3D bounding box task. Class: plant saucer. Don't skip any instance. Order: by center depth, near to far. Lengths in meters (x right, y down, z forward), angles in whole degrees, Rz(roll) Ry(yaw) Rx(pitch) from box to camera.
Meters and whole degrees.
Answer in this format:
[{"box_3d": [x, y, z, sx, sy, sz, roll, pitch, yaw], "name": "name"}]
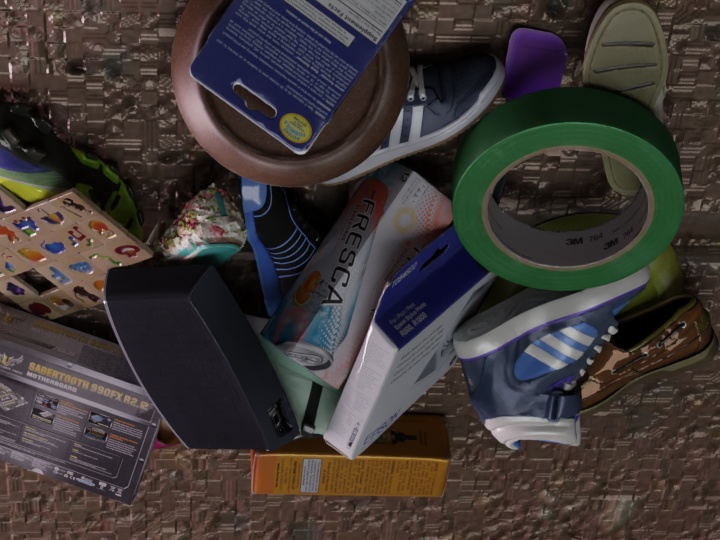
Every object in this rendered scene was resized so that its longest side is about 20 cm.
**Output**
[{"box_3d": [-0.057, -0.167, 1.574, 0.199, 0.034, 0.202, -1, 100, -5], "name": "plant saucer"}, {"box_3d": [0.214, 0.031, 1.838, 0.198, 0.031, 0.201, -2, 131, -2], "name": "plant saucer"}]

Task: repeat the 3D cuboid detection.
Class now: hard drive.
[{"box_3d": [-0.147, 0.084, 1.719, 0.134, 0.042, 0.201, -2, 129, 33], "name": "hard drive"}]

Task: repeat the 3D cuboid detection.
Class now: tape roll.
[{"box_3d": [0.178, -0.068, 1.652, 0.199, 0.048, 0.201, 1, 135, 1], "name": "tape roll"}]

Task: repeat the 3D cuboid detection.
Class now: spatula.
[{"box_3d": [0.133, -0.117, 1.683, 0.056, 0.021, 0.201, 6, 122, -19], "name": "spatula"}]

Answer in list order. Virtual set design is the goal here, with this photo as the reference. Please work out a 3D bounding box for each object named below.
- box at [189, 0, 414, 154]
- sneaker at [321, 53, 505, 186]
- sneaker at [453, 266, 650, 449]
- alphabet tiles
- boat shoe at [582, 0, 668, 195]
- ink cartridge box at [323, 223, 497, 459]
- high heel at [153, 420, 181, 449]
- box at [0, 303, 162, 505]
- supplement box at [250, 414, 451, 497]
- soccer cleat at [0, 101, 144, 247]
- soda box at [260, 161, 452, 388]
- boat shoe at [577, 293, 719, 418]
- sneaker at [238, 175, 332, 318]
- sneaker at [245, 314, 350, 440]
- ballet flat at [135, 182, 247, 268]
[{"box_3d": [-0.037, -0.207, 1.535, 0.121, 0.032, 0.201, 35, 96, -9], "name": "box"}, {"box_3d": [0.018, -0.153, 1.634, 0.199, 0.070, 0.109, -25, 130, 21], "name": "sneaker"}, {"box_3d": [0.195, 0.085, 1.772, 0.199, 0.081, 0.147, -25, 108, 1], "name": "sneaker"}, {"box_3d": [-0.284, -0.020, 1.717, 0.199, 0.008, 0.167, -17, 134, 40], "name": "alphabet tiles"}, {"box_3d": [0.226, -0.161, 1.644, 0.074, 0.069, 0.201, -4, 133, 4], "name": "boat shoe"}, {"box_3d": [0.058, 0.051, 1.745, 0.040, 0.199, 0.201, 33, 131, 16], "name": "ink cartridge box"}, {"box_3d": [-0.155, 0.156, 1.872, 0.199, 0.096, 0.068, -20, 133, 12], "name": "high heel"}, {"box_3d": [-0.291, 0.129, 1.844, 0.199, 0.048, 0.159, 19, 127, -4], "name": "box"}, {"box_3d": [-0.011, 0.186, 1.932, 0.198, 0.067, 0.069, 1, 131, -5], "name": "supplement box"}, {"box_3d": [-0.272, -0.077, 1.691, 0.083, 0.065, 0.200, -17, 135, 36], "name": "soccer cleat"}, {"box_3d": [0.000, 0.000, 1.707, 0.068, 0.063, 0.201, 35, 87, -33], "name": "soda box"}, {"box_3d": [0.238, 0.078, 1.822, 0.199, 0.072, 0.068, -26, 125, 5], "name": "boat shoe"}, {"box_3d": [-0.062, -0.036, 1.735, 0.077, 0.070, 0.201, -10, 138, 2], "name": "sneaker"}, {"box_3d": [-0.107, 0.105, 1.789, 0.199, 0.119, 0.074, 8, 171, 6], "name": "sneaker"}, {"box_3d": [-0.158, -0.023, 1.728, 0.075, 0.064, 0.200, 2, 161, -32], "name": "ballet flat"}]
